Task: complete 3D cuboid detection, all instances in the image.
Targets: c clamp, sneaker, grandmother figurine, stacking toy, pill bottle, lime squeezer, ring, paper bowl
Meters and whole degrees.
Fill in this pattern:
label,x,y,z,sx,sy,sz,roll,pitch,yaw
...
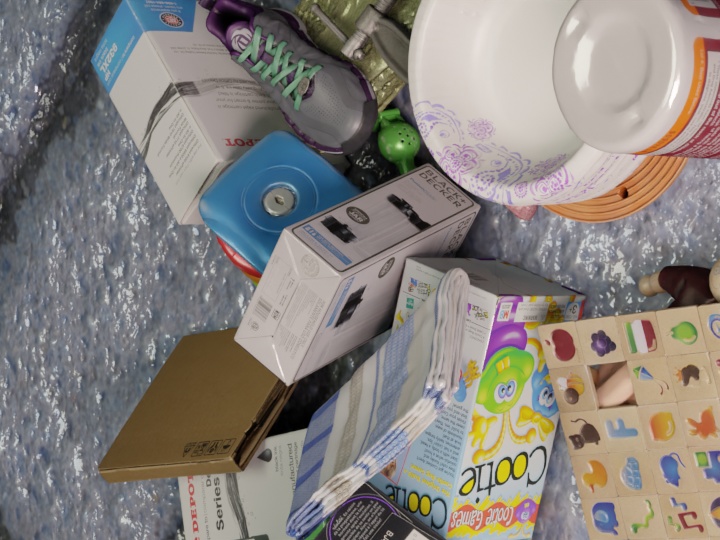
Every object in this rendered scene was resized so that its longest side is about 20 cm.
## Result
label,x,y,z,sx,sy,sz,roll,pitch,yaw
c clamp,0.055,-0.231,1.681,0.200,0.027,0.171,-48,50,17
sneaker,-0.065,-0.159,1.733,0.075,0.087,0.200,-60,41,14
grandmother figurine,0.232,0.047,1.527,0.122,0.060,0.200,56,132,21
stacking toy,-0.057,-0.013,1.788,0.116,0.110,0.200,40,164,20
pill bottle,0.232,-0.130,1.418,0.114,0.199,0.115,-1,89,49
lime squeezer,0.019,-0.110,1.794,0.200,0.038,0.071,53,159,34
ring,0.177,-0.136,1.597,0.200,0.019,0.202,4,95,44
paper bowl,0.139,-0.148,1.548,0.200,0.104,0.202,3,95,44

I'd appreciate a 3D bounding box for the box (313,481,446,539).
label,x,y,z,sx,sy,sz,roll,pitch,yaw
box,0.015,0.267,1.635,0.106,0.122,0.200,35,162,21

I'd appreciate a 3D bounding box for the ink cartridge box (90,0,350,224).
label,x,y,z,sx,sy,sz,roll,pitch,yaw
ink cartridge box,-0.123,-0.137,1.861,0.084,0.145,0.200,-54,53,35

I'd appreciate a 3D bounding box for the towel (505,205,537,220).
label,x,y,z,sx,sy,sz,roll,pitch,yaw
towel,0.129,-0.160,1.670,0.144,0.023,0.201,47,123,37

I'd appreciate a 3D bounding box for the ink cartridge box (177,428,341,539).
label,x,y,z,sx,sy,sz,roll,pitch,yaw
ink cartridge box,-0.063,0.217,1.840,0.200,0.084,0.147,-18,76,48

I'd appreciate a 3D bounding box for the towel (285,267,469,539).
label,x,y,z,sx,sy,sz,roll,pitch,yaw
towel,0.012,0.098,1.584,0.200,0.024,0.147,-46,20,35

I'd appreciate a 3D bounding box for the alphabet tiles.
label,x,y,z,sx,sy,sz,roll,pitch,yaw
alphabet tiles,0.219,0.126,1.525,0.167,0.008,0.201,-8,101,38

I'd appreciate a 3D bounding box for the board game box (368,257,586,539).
label,x,y,z,sx,sy,sz,roll,pitch,yaw
board game box,0.085,0.100,1.658,0.105,0.103,0.201,24,107,45

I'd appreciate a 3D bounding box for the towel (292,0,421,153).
label,x,y,z,sx,sy,sz,roll,pitch,yaw
towel,0.006,-0.206,1.766,0.200,0.036,0.149,-44,48,30

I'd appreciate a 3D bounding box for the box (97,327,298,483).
label,x,y,z,sx,sy,sz,roll,pitch,yaw
box,-0.131,0.113,1.890,0.200,0.021,0.164,-11,40,49

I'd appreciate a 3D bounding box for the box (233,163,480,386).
label,x,y,z,sx,sy,sz,roll,pitch,yaw
box,0.000,0.000,1.672,0.060,0.200,0.117,38,124,18
